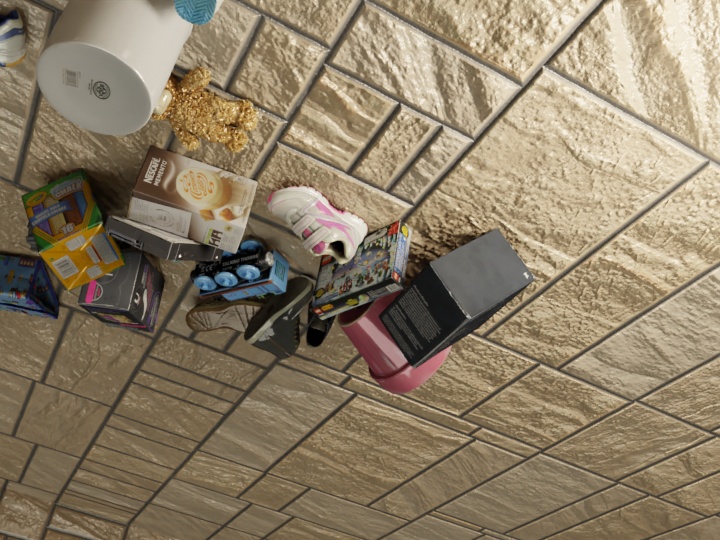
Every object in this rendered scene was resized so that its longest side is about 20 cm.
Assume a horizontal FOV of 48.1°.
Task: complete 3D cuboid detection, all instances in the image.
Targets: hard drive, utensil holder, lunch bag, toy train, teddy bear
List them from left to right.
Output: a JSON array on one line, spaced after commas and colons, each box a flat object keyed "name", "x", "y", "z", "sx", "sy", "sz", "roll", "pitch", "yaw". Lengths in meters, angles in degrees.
[{"name": "lunch bag", "x": -0.760, "y": 0.049, "z": 1.784, "sx": 0.149, "sy": 0.095, "sz": 0.200, "roll": 7, "pitch": 155, "yaw": 1}, {"name": "utensil holder", "x": -0.335, "y": -0.313, "z": 1.118, "sx": 0.168, "sy": 0.202, "sz": 0.171, "roll": 5, "pitch": 143, "yaw": 4}, {"name": "hard drive", "x": -0.350, "y": -0.057, "z": 1.461, "sx": 0.139, "sy": 0.038, "sz": 0.200, "roll": 21, "pitch": -173, "yaw": 17}, {"name": "teddy bear", "x": -0.262, "y": -0.253, "z": 1.289, "sx": 0.199, "sy": 0.067, "sz": 0.144, "roll": 34, "pitch": 134, "yaw": -29}, {"name": "toy train", "x": -0.242, "y": 0.009, "z": 1.608, "sx": 0.198, "sy": 0.087, "sz": 0.114, "roll": -14, "pitch": 143, "yaw": 27}]

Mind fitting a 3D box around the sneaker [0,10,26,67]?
[{"name": "sneaker", "x": -0.602, "y": -0.379, "z": 1.209, "sx": 0.198, "sy": 0.076, "sz": 0.089, "roll": 12, "pitch": 132, "yaw": -14}]

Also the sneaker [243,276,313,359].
[{"name": "sneaker", "x": -0.143, "y": 0.099, "z": 1.688, "sx": 0.106, "sy": 0.075, "sz": 0.200, "roll": 33, "pitch": 118, "yaw": -30}]

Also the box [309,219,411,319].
[{"name": "box", "x": 0.000, "y": 0.000, "z": 1.500, "sx": 0.199, "sy": 0.138, "sz": 0.040, "roll": -23, "pitch": 131, "yaw": 34}]

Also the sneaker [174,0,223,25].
[{"name": "sneaker", "x": -0.189, "y": -0.426, "z": 1.050, "sx": 0.076, "sy": 0.081, "sz": 0.201, "roll": 24, "pitch": 121, "yaw": -16}]

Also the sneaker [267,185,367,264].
[{"name": "sneaker", "x": -0.079, "y": -0.079, "z": 1.454, "sx": 0.199, "sy": 0.089, "sz": 0.081, "roll": 25, "pitch": 140, "yaw": -19}]

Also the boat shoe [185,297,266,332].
[{"name": "boat shoe", "x": -0.277, "y": 0.090, "z": 1.747, "sx": 0.198, "sy": 0.063, "sz": 0.074, "roll": 0, "pitch": 116, "yaw": 8}]

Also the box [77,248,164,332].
[{"name": "box", "x": -0.475, "y": 0.041, "z": 1.618, "sx": 0.105, "sy": 0.124, "sz": 0.200, "roll": 8, "pitch": 163, "yaw": 1}]

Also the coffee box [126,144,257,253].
[{"name": "coffee box", "x": -0.294, "y": -0.124, "z": 1.421, "sx": 0.198, "sy": 0.115, "sz": 0.080, "roll": 18, "pitch": 142, "yaw": -12}]

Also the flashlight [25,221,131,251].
[{"name": "flashlight", "x": -0.552, "y": -0.069, "z": 1.595, "sx": 0.198, "sy": 0.068, "sz": 0.068, "roll": 1, "pitch": 138, "yaw": 3}]

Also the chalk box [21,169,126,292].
[{"name": "chalk box", "x": -0.529, "y": -0.088, "z": 1.483, "sx": 0.123, "sy": 0.201, "sz": 0.125, "roll": -25, "pitch": 144, "yaw": -9}]

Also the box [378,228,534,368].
[{"name": "box", "x": 0.172, "y": 0.050, "z": 1.459, "sx": 0.124, "sy": 0.199, "sz": 0.197, "roll": 55, "pitch": 139, "yaw": 11}]

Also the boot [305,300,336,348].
[{"name": "boot", "x": -0.061, "y": 0.079, "z": 1.645, "sx": 0.074, "sy": 0.098, "sz": 0.200, "roll": 18, "pitch": 142, "yaw": -12}]

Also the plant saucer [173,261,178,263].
[{"name": "plant saucer", "x": -0.320, "y": -0.063, "z": 1.586, "sx": 0.199, "sy": 0.019, "sz": 0.070, "roll": -19, "pitch": 134, "yaw": 33}]

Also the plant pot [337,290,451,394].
[{"name": "plant pot", "x": 0.060, "y": 0.112, "z": 1.594, "sx": 0.179, "sy": 0.201, "sz": 0.199, "roll": 42, "pitch": 133, "yaw": -22}]
